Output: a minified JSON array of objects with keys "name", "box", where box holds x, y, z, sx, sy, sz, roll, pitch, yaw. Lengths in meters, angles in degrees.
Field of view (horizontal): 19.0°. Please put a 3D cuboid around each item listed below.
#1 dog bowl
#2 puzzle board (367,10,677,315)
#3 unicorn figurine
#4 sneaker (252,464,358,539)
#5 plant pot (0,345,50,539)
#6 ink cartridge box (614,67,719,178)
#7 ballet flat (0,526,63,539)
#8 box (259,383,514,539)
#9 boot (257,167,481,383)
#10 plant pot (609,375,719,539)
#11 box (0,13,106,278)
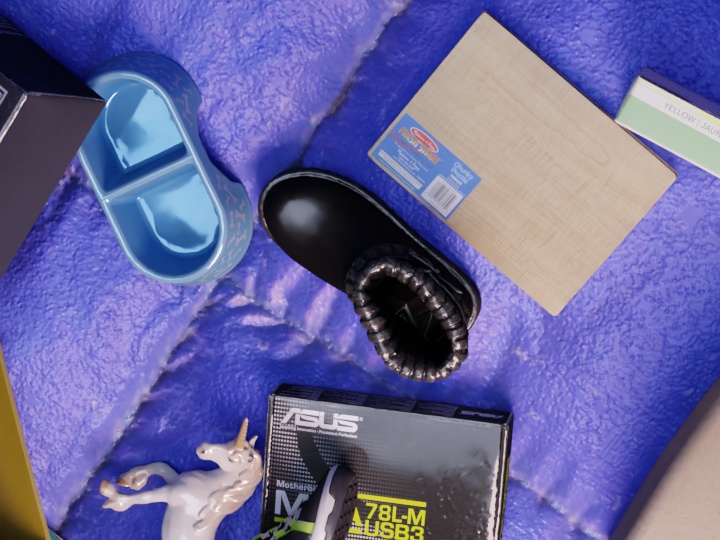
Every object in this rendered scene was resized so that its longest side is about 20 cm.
[{"name":"dog bowl","box":[-0.165,-0.078,1.735,0.111,0.050,0.200,-24,96,15]},{"name":"puzzle board","box":[0.127,-0.084,1.693,0.200,0.017,0.151,41,107,2]},{"name":"unicorn figurine","box":[-0.149,0.205,1.769,0.137,0.074,0.200,5,99,16]},{"name":"sneaker","box":[-0.071,0.236,1.720,0.083,0.072,0.200,27,107,9]},{"name":"plant pot","box":[-0.403,0.166,1.743,0.176,0.200,0.200,-27,72,31]},{"name":"ink cartridge box","box":[0.258,-0.095,1.568,0.145,0.200,0.048,29,103,4]},{"name":"ballet flat","box":[-0.256,0.270,1.820,0.200,0.069,0.069,40,106,6]},{"name":"box","box":[0.018,0.199,1.753,0.200,0.048,0.193,8,105,10]},{"name":"boot","box":[0.002,-0.002,1.659,0.211,0.158,0.079,31,105,4]},{"name":"plant pot","box":[0.308,0.185,1.627,0.200,0.200,0.177,22,93,7]},{"name":"box","box":[-0.344,-0.111,1.704,0.198,0.123,0.200,40,107,21]}]
